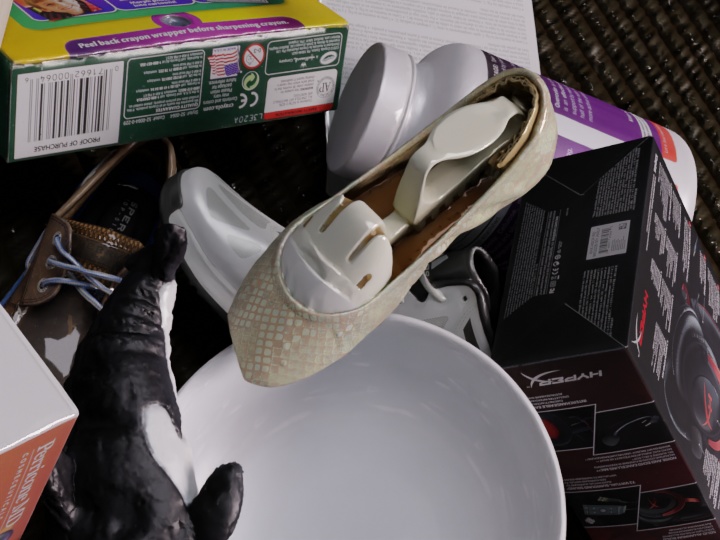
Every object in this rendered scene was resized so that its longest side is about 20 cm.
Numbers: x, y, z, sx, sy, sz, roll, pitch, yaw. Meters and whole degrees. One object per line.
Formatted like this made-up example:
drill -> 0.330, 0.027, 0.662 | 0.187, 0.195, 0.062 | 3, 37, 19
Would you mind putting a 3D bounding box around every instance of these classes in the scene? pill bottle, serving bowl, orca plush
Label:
pill bottle -> 0.085, -0.058, 0.947 | 0.199, 0.113, 0.113 | 20, 47, -17
serving bowl -> -0.004, 0.122, 0.767 | 0.198, 0.066, 0.202 | -3, 65, 6
orca plush -> -0.106, 0.076, 0.710 | 0.071, 0.104, 0.202 | 22, 77, -54

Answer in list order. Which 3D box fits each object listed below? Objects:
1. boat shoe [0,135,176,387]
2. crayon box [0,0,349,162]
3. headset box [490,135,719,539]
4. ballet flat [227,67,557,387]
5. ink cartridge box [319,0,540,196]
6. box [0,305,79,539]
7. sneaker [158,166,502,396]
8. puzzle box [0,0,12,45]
boat shoe -> -0.139, 0.006, 0.812 | 0.072, 0.073, 0.201 | 21, 47, -10
crayon box -> -0.136, -0.132, 0.892 | 0.199, 0.059, 0.172 | -12, 36, -34
headset box -> 0.148, 0.057, 0.868 | 0.201, 0.074, 0.149 | 57, 34, -36
ballet flat -> 0.012, -0.028, 0.767 | 0.200, 0.062, 0.067 | -42, 70, -17
ink cartridge box -> 0.037, -0.124, 1.044 | 0.161, 0.050, 0.202 | 6, 70, -25
box -> -0.232, 0.093, 0.639 | 0.199, 0.153, 0.107 | -26, 69, -39
sneaker -> 0.000, 0.000, 0.829 | 0.200, 0.115, 0.076 | 44, 26, -12
puzzle box -> -0.224, -0.130, 0.812 | 0.025, 0.132, 0.202 | 39, 52, -48
